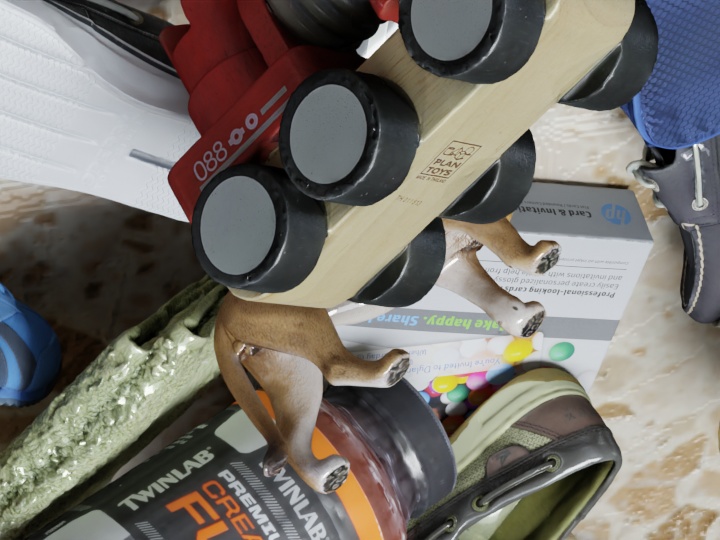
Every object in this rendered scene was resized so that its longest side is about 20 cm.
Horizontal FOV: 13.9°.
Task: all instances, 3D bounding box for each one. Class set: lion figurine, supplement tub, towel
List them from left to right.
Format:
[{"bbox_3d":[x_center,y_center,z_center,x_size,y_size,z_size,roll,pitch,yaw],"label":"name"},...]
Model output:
[{"bbox_3d":[-0.113,0.068,1.293,0.036,0.148,0.200,49,117,3],"label":"towel"},{"bbox_3d":[-0.055,0.119,1.285,0.200,0.107,0.107,-34,140,-24],"label":"supplement tub"},{"bbox_3d":[0.000,0.000,1.218,0.200,0.122,0.073,-33,147,-30],"label":"lion figurine"}]

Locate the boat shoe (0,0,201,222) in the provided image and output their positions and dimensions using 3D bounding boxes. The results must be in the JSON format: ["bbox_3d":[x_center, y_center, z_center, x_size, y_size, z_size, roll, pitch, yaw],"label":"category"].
[{"bbox_3d":[-0.118,-0.074,1.131,0.200,0.071,0.072,25,117,-35],"label":"boat shoe"}]

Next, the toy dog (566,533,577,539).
[{"bbox_3d":[0.087,0.222,1.517,0.132,0.096,0.200,3,131,-19],"label":"toy dog"}]

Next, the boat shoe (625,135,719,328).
[{"bbox_3d":[0.147,-0.059,1.298,0.063,0.073,0.200,1,129,-1],"label":"boat shoe"}]

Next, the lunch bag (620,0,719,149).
[{"bbox_3d":[0.147,-0.159,1.139,0.200,0.132,0.136,-26,141,-16],"label":"lunch bag"}]

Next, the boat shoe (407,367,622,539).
[{"bbox_3d":[0.043,0.136,1.363,0.072,0.066,0.201,31,104,-41],"label":"boat shoe"}]

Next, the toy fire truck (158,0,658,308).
[{"bbox_3d":[-0.002,-0.106,1.085,0.176,0.200,0.129,-44,151,27],"label":"toy fire truck"}]

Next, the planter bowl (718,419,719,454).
[{"bbox_3d":[0.242,0.016,1.370,0.200,0.083,0.200,-14,140,-12],"label":"planter bowl"}]

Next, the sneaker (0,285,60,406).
[{"bbox_3d":[-0.174,0.009,1.223,0.200,0.066,0.078,15,95,-66],"label":"sneaker"}]

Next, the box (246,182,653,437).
[{"bbox_3d":[0.030,0.044,1.373,0.156,0.041,0.200,5,132,-19],"label":"box"}]

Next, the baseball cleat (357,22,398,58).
[{"bbox_3d":[-0.014,-0.102,1.215,0.200,0.070,0.106,-32,126,2],"label":"baseball cleat"}]
